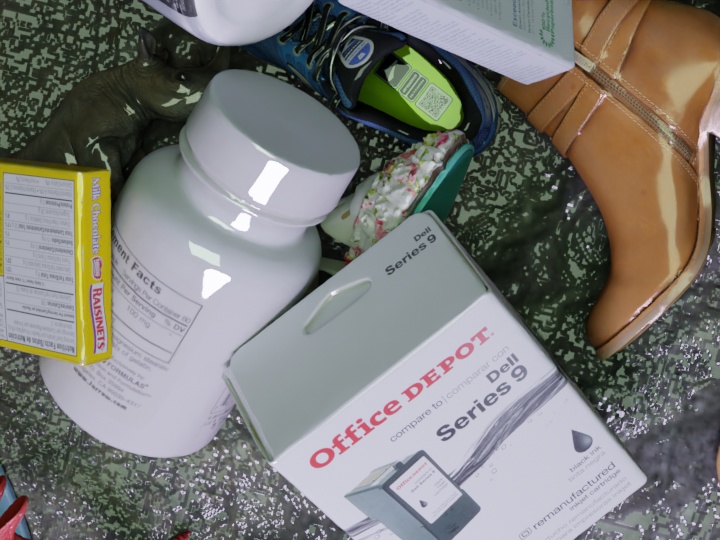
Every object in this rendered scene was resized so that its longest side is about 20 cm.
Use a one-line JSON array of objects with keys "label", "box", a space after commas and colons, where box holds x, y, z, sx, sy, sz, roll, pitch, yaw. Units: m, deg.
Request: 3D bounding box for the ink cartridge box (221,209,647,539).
[{"label": "ink cartridge box", "box": [0.043, 0.086, 0.881, 0.146, 0.084, 0.200, -39, 131, 5]}]

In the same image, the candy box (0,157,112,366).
[{"label": "candy box", "box": [-0.210, -0.013, 0.893, 0.200, 0.026, 0.102, 9, 105, 40]}]

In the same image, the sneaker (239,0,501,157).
[{"label": "sneaker", "box": [-0.007, -0.131, 0.911, 0.200, 0.089, 0.079, 31, 95, 1]}]

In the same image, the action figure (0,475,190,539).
[{"label": "action figure", "box": [-0.122, 0.175, 0.943, 0.099, 0.065, 0.200, -48, 118, -11]}]

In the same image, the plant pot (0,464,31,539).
[{"label": "plant pot", "box": [-0.313, 0.188, 0.905, 0.196, 0.200, 0.200, -20, 94, 10]}]

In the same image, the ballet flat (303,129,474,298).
[{"label": "ballet flat", "box": [0.000, 0.000, 0.907, 0.064, 0.076, 0.200, 30, 119, 15]}]

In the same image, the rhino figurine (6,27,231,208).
[{"label": "rhino figurine", "box": [-0.149, -0.067, 0.932, 0.200, 0.060, 0.087, -45, 69, 4]}]

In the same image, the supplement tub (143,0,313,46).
[{"label": "supplement tub", "box": [-0.112, -0.214, 0.861, 0.200, 0.123, 0.123, 37, 96, 27]}]

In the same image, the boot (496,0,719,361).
[{"label": "boot", "box": [0.141, -0.063, 0.924, 0.155, 0.077, 0.200, 32, 109, 7]}]

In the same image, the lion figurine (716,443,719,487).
[{"label": "lion figurine", "box": [0.270, 0.089, 0.935, 0.200, 0.072, 0.123, -37, 86, 8]}]

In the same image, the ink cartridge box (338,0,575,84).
[{"label": "ink cartridge box", "box": [0.031, -0.216, 0.833, 0.041, 0.200, 0.200, -18, 63, 42]}]

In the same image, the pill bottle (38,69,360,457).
[{"label": "pill bottle", "box": [-0.086, -0.004, 0.881, 0.114, 0.114, 0.200, 32, 118, -2]}]
